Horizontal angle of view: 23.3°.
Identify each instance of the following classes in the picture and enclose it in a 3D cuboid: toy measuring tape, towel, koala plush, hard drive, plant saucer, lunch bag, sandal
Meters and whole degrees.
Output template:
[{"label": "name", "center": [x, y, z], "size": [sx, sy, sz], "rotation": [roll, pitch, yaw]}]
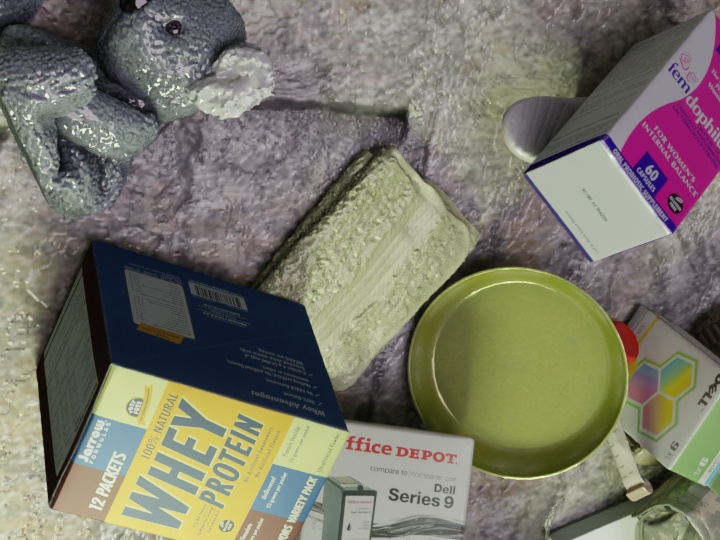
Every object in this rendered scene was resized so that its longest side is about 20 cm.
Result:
[{"label": "toy measuring tape", "center": [0.236, 0.112, 1.612], "size": [0.073, 0.074, 0.200], "rotation": [-17, 76, -15]}, {"label": "towel", "center": [0.000, 0.000, 1.522], "size": [0.200, 0.036, 0.148], "rotation": [-48, 121, 3]}, {"label": "koala plush", "center": [-0.173, -0.150, 1.314], "size": [0.200, 0.177, 0.184], "rotation": [-27, 132, -10]}, {"label": "hard drive", "center": [0.269, 0.330, 1.791], "size": [0.132, 0.026, 0.200], "rotation": [-21, 119, -13]}, {"label": "plant saucer", "center": [0.143, 0.090, 1.579], "size": [0.199, 0.031, 0.201], "rotation": [4, 106, 13]}, {"label": "lunch bag", "center": [0.352, 0.237, 1.694], "size": [0.164, 0.118, 0.200], "rotation": [-36, 139, -25]}, {"label": "sandal", "center": [0.193, -0.115, 1.533], "size": [0.206, 0.059, 0.079], "rotation": [5, 76, -34]}]

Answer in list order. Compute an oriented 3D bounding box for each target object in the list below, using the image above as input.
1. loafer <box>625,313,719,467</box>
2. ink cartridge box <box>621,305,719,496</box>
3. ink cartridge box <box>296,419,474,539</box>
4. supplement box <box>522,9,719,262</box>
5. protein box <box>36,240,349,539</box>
[{"label": "loafer", "center": [0.333, 0.116, 1.696], "size": [0.200, 0.076, 0.068], "rotation": [-44, 129, 15]}, {"label": "ink cartridge box", "center": [0.303, 0.126, 1.608], "size": [0.059, 0.200, 0.104], "rotation": [26, 102, -37]}, {"label": "ink cartridge box", "center": [0.016, 0.235, 1.541], "size": [0.146, 0.084, 0.201], "rotation": [7, 84, -1]}, {"label": "supplement box", "center": [0.245, -0.115, 1.471], "size": [0.101, 0.103, 0.200], "rotation": [50, 54, -13]}, {"label": "protein box", "center": [-0.140, 0.103, 1.395], "size": [0.198, 0.200, 0.135], "rotation": [18, 113, -21]}]
